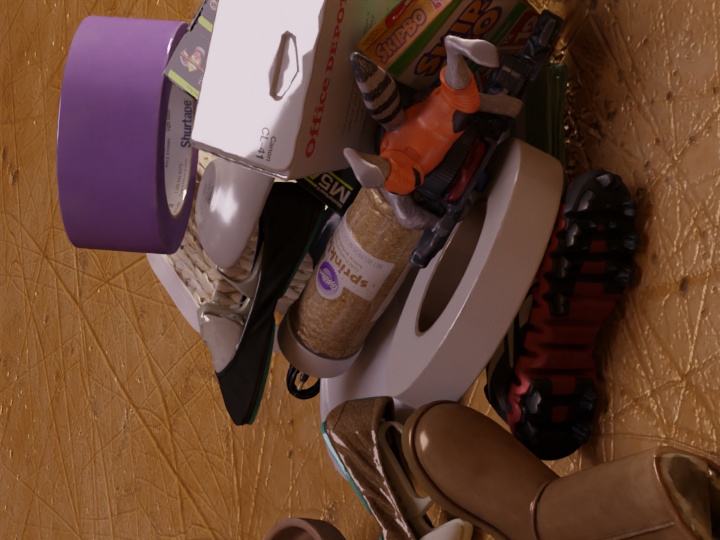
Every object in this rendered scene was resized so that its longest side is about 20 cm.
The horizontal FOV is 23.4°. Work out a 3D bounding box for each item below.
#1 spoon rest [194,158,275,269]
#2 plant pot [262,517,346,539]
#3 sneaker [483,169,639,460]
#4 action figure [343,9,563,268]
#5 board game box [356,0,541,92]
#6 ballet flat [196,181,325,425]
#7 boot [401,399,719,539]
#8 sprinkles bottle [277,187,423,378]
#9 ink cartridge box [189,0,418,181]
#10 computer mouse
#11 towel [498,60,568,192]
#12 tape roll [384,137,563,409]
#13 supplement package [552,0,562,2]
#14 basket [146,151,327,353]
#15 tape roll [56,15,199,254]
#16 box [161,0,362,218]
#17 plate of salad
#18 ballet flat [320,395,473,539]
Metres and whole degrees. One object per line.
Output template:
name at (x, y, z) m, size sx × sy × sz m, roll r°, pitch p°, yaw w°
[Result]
spoon rest at (-0.079, -0.096, 1.320) m, size 0.099 × 0.061 × 0.200 m, roll -131°, pitch 54°, yaw -66°
plant pot at (-0.021, 0.302, 1.395) m, size 0.201 × 0.093 × 0.201 m, roll -27°, pitch 59°, yaw 58°
sneaker at (0.129, 0.023, 1.185) m, size 0.098 × 0.071 × 0.201 m, roll 35°, pitch 116°, yaw 59°
action figure at (0.053, -0.112, 1.177) m, size 0.200 × 0.105 × 0.193 m, roll -60°, pitch -7°, yaw -6°
board game box at (0.068, -0.165, 1.218) m, size 0.096 × 0.200 × 0.030 m, roll -44°, pitch 70°, yaw 13°
ballet flat at (-0.090, 0.022, 1.378) m, size 0.068 × 0.068 × 0.200 m, roll -149°, pitch 76°, yaw -76°
boot at (0.135, 0.131, 1.070) m, size 0.066 × 0.175 × 0.200 m, roll -55°, pitch 13°, yaw -25°
sprinkles bottle at (0.000, 0.000, 1.347) m, size 0.200 × 0.068 × 0.068 m, roll 121°, pitch 146°, yaw -42°
ink cartridge box at (-0.023, -0.151, 1.213) m, size 0.086 × 0.200 × 0.148 m, roll 19°, pitch 105°, yaw 24°
computer mouse at (-0.023, 0.025, 1.513) m, size 0.034 × 0.059 × 0.200 m, roll -131°, pitch 52°, yaw -59°
towel at (0.097, -0.066, 1.334) m, size 0.200 × 0.023 × 0.153 m, roll -17°, pitch 68°, yaw 60°
tape roll at (0.077, 0.004, 1.205) m, size 0.203 × 0.037 × 0.203 m, roll -62°, pitch 8°, yaw 16°
supplement package at (0.144, -0.302, 1.199) m, size 0.200 × 0.111 × 0.156 m, roll -29°, pitch 58°, yaw 58°
basket at (-0.099, -0.021, 1.599) m, size 0.200 × 0.135 × 0.124 m, roll 49°, pitch 122°, yaw 58°
tape roll at (-0.195, -0.115, 1.488) m, size 0.200 × 0.085 × 0.200 m, roll 3°, pitch -90°, yaw -85°
box at (-0.030, -0.175, 1.350) m, size 0.200 × 0.048 × 0.193 m, roll 38°, pitch 113°, yaw 15°
plate of salad at (0.019, 0.077, 1.423) m, size 0.200 × 0.048 × 0.200 m, roll -37°, pitch 47°, yaw 54°
ballet flat at (0.041, 0.183, 1.315) m, size 0.072 × 0.068 × 0.200 m, roll -29°, pitch 75°, yaw 16°
